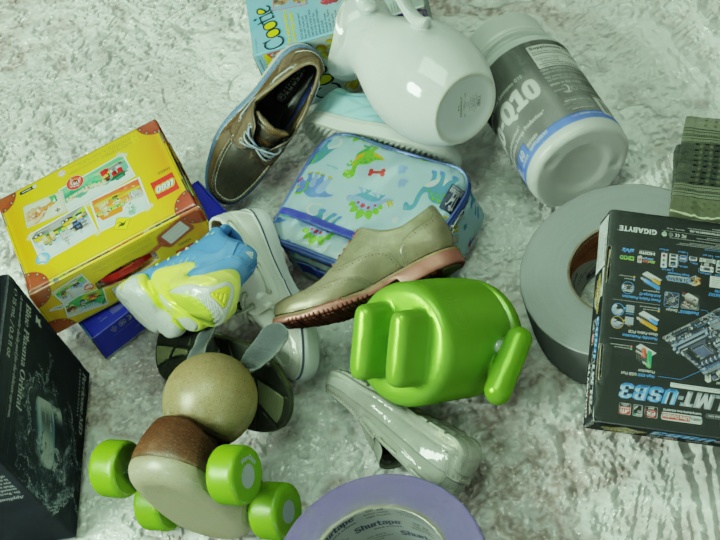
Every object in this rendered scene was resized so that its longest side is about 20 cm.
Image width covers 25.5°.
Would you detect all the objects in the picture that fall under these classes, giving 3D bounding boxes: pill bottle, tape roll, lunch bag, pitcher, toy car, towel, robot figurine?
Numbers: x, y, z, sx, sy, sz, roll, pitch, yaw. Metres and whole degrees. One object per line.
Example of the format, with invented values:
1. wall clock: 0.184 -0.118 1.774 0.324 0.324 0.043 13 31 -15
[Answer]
1. pill bottle: 0.189 -0.173 1.671 0.113 0.114 0.201 -26 52 -1
2. tape roll: 0.257 0.015 1.547 0.199 0.066 0.201 -8 54 11
3. lunch bag: 0.016 -0.049 1.662 0.199 0.083 0.161 23 70 31
4. pitcher: 0.048 -0.232 1.649 0.121 0.172 0.200 -26 45 -24
5. tape roll: 0.025 0.290 1.420 0.199 0.085 0.201 -9 53 12
6. toy car: -0.138 0.142 1.522 0.163 0.158 0.201 -1 59 29
7. towel: 0.401 -0.085 1.547 0.199 0.035 0.193 8 37 13
8. robot figurine: 0.075 0.066 1.503 0.175 0.199 0.117 7 96 38

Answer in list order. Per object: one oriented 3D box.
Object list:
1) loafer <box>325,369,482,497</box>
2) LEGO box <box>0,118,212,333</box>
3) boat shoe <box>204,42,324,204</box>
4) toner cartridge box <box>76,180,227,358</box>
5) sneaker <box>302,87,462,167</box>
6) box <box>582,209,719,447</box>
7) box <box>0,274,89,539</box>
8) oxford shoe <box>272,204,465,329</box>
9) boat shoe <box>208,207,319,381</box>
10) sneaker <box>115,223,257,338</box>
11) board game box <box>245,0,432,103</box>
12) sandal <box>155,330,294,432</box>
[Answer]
1. loafer: 0.030 0.155 1.521 0.200 0.070 0.070 31 99 45
2. LEGO box: -0.270 -0.049 1.701 0.199 0.077 0.149 -27 51 -2
3. boat shoe: -0.108 -0.157 1.735 0.201 0.072 0.072 -60 17 10
4. toner cartridge box: -0.226 -0.002 1.730 0.200 0.043 0.095 -37 52 -9
5. sneaker: 0.033 -0.160 1.738 0.199 0.074 0.082 20 67 28
6. box: 0.309 0.056 1.439 0.198 0.050 0.200 7 77 -1
7. box: -0.364 0.144 1.573 0.117 0.200 0.198 -10 54 12
8. oxford shoe: 0.000 0.000 1.558 0.199 0.070 0.075 -22 78 6
9. boat shoe: -0.104 0.025 1.624 0.069 0.071 0.201 -7 65 -33
10. sneaker: -0.165 0.009 1.599 0.199 0.076 0.105 1 45 53
11. board game box: -0.019 -0.274 1.815 0.199 0.103 0.105 -15 54 7
12. sandal: -0.132 0.101 1.615 0.200 0.057 0.080 25 102 43
